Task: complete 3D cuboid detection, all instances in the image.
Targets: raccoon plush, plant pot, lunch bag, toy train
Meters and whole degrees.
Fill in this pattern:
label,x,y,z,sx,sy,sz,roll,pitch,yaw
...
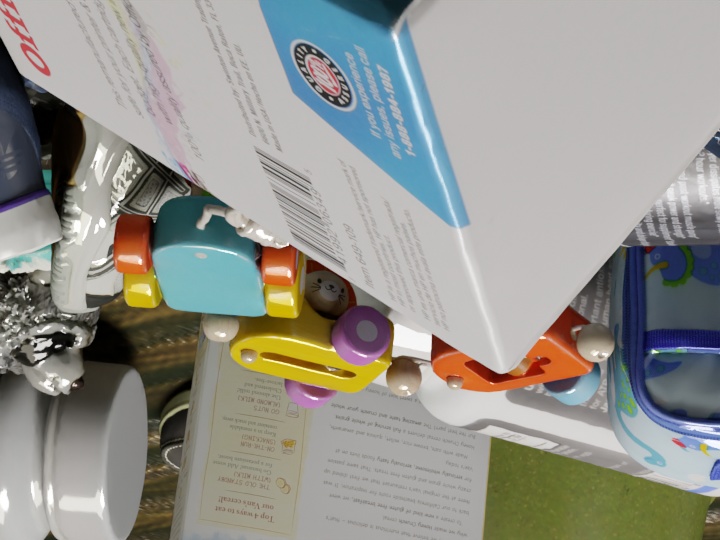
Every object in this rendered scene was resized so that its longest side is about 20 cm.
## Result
label,x,y,z,sx,sy,sz,roll,pitch,yaw
raccoon plush,-0.218,-0.003,1.091,0.200,0.134,0.097,44,-178,-14
plant pot,0.104,0.161,1.208,0.199,0.185,0.201,6,154,3
lunch bag,0.201,0.015,0.903,0.199,0.162,0.083,7,155,3
toy train,0.000,0.000,0.875,0.150,0.056,0.200,-16,146,39

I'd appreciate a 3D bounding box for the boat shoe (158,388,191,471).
label,x,y,z,sx,sy,sz,roll,pitch,yaw
boat shoe,-0.054,0.104,1.245,0.072,0.066,0.200,30,155,-33

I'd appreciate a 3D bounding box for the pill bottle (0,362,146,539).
label,x,y,z,sx,sy,sz,roll,pitch,yaw
pill bottle,-0.223,0.093,1.214,0.199,0.114,0.114,4,155,7

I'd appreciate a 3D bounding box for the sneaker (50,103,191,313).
label,x,y,z,sx,sy,sz,roll,pitch,yaw
sneaker,-0.078,-0.051,0.900,0.087,0.076,0.200,3,141,-15

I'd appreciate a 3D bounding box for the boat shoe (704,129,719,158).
label,x,y,z,sx,sy,sz,roll,pitch,yaw
boat shoe,0.101,-0.090,0.714,0.084,0.069,0.200,-42,107,12

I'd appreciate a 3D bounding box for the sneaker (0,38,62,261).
label,x,y,z,sx,sy,sz,roll,pitch,yaw
sneaker,-0.192,-0.064,0.917,0.080,0.147,0.200,-23,-175,-27

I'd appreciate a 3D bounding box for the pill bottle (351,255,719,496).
label,x,y,z,sx,sy,sz,roll,pitch,yaw
pill bottle,0.091,0.025,1.009,0.199,0.114,0.114,17,153,-20

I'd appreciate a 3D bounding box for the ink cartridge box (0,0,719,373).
label,x,y,z,sx,sy,sz,roll,pitch,yaw
ink cartridge box,-0.005,-0.105,0.608,0.200,0.146,0.147,31,159,31

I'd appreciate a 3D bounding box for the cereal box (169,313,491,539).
label,x,y,z,sx,sy,sz,roll,pitch,yaw
cereal box,-0.011,0.081,1.050,0.143,0.201,0.040,13,154,-12

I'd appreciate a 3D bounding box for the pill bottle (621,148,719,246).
label,x,y,z,sx,sy,sz,roll,pitch,yaw
pill bottle,0.131,-0.062,0.823,0.199,0.107,0.106,-1,154,15

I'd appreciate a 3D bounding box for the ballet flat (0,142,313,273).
label,x,y,z,sx,sy,sz,roll,pitch,yaw
ballet flat,-0.097,-0.036,1.001,0.199,0.072,0.072,2,155,18
